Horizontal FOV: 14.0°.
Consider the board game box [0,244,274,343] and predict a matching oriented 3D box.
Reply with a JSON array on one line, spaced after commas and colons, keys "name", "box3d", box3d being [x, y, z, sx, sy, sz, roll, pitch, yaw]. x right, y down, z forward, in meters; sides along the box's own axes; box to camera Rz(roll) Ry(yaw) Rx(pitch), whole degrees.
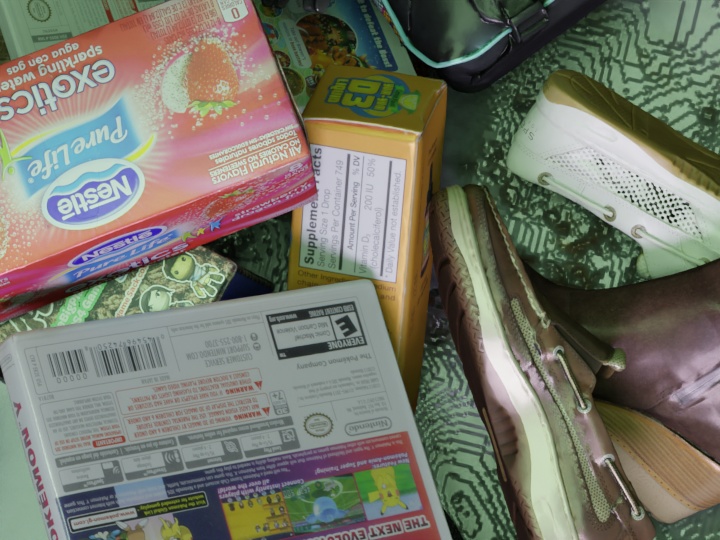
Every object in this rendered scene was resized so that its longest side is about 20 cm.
[{"name": "board game box", "box3d": [-0.160, -0.002, 1.490, 0.200, 0.159, 0.097, 28, 89, 7]}]

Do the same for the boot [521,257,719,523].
[{"name": "boot", "box3d": [0.156, 0.018, 1.481, 0.200, 0.072, 0.166, 45, 117, -7]}]

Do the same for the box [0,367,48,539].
[{"name": "box", "box3d": [-0.176, 0.159, 1.459, 0.117, 0.200, 0.197, 31, 89, 6]}]

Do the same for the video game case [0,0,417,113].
[{"name": "video game case", "box3d": [-0.082, -0.128, 1.494, 0.200, 0.018, 0.143, -8, 55, -20]}]

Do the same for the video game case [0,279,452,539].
[{"name": "video game case", "box3d": [-0.055, 0.103, 1.363, 0.200, 0.023, 0.183, -8, 74, -33]}]

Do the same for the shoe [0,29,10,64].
[{"name": "shoe", "box3d": [-0.199, -0.141, 1.562, 0.200, 0.053, 0.070, 8, 119, 9]}]

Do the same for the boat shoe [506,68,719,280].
[{"name": "boat shoe", "box3d": [0.166, -0.024, 1.516, 0.200, 0.071, 0.069, 33, 112, -1]}]

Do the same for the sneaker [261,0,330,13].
[{"name": "sneaker", "box3d": [-0.093, -0.189, 1.444, 0.200, 0.071, 0.098, 10, 87, 17]}]

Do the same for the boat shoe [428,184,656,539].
[{"name": "boat shoe", "box3d": [0.092, 0.050, 1.441, 0.075, 0.075, 0.203, -17, 93, -6]}]

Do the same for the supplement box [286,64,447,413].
[{"name": "supplement box", "box3d": [0.000, 0.000, 1.475, 0.069, 0.067, 0.200, 12, 120, 8]}]

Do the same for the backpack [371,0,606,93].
[{"name": "backpack", "box3d": [0.058, -0.211, 1.490, 0.176, 0.153, 0.200, -37, 85, 7]}]

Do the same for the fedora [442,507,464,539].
[{"name": "fedora", "box3d": [-0.032, 0.181, 1.414, 0.200, 0.092, 0.201, 11, 65, -25]}]

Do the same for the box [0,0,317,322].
[{"name": "box", "box3d": [-0.127, -0.049, 1.361, 0.200, 0.100, 0.096, -21, 79, -3]}]
